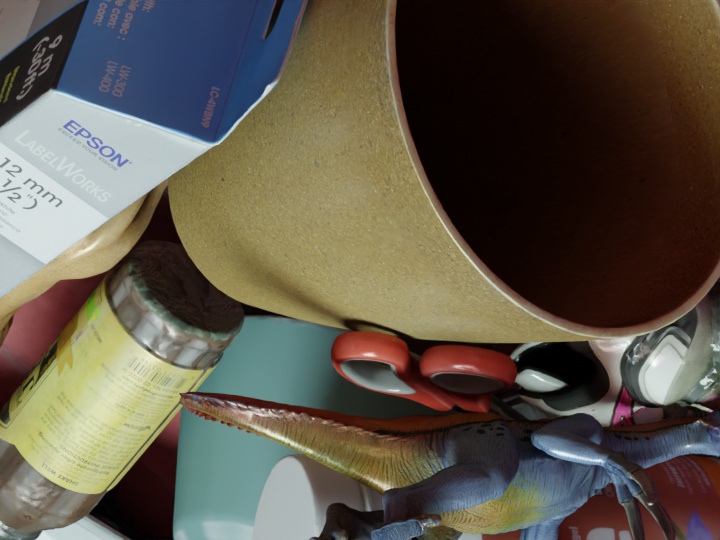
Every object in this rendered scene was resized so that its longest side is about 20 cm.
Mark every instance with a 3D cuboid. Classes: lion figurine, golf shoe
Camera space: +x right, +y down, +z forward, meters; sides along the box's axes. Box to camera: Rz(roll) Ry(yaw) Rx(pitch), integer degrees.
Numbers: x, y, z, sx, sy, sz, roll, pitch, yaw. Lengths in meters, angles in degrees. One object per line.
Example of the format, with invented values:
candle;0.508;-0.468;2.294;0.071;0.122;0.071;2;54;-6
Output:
lion figurine;-0.142;-0.011;1.167;0.072;0.123;0.200;32;136;-19
golf shoe;0.102;0.037;1.147;0.091;0.073;0.200;4;163;-10

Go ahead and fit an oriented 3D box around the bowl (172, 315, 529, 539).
bowl;-0.006;0.116;1.238;0.200;0.105;0.201;19;156;9

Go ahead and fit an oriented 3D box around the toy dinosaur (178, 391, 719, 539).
toy dinosaur;0.067;0.068;1.028;0.200;0.181;0.105;51;140;7

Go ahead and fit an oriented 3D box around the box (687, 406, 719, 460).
box;0.161;0.099;1.223;0.049;0.083;0.200;-6;144;-19

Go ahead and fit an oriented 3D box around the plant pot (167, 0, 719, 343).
plant pot;0.018;-0.047;1.053;0.186;0.187;0.199;39;146;-26

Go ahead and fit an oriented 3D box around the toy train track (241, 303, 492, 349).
toy train track;0.000;0.000;1.205;0.199;0.033;0.115;-1;138;18

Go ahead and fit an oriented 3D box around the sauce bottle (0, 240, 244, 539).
sauce bottle;-0.131;0.072;1.219;0.065;0.065;0.200;31;120;-18

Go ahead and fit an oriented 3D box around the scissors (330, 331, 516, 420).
scissors;0.039;0.053;1.105;0.073;0.014;0.200;3;167;12

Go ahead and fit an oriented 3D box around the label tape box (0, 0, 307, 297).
label tape box;-0.099;-0.089;1.049;0.066;0.144;0.200;35;136;-23

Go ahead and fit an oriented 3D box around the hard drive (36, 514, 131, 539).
hard drive;-0.154;0.138;1.344;0.199;0.026;0.132;31;162;3

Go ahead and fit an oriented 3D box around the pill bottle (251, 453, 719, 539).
pill bottle;0.060;0.126;1.118;0.199;0.113;0.112;6;143;-19

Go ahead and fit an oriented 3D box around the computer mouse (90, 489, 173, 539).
computer mouse;-0.043;0.152;1.380;0.199;0.044;0.110;-1;136;19
